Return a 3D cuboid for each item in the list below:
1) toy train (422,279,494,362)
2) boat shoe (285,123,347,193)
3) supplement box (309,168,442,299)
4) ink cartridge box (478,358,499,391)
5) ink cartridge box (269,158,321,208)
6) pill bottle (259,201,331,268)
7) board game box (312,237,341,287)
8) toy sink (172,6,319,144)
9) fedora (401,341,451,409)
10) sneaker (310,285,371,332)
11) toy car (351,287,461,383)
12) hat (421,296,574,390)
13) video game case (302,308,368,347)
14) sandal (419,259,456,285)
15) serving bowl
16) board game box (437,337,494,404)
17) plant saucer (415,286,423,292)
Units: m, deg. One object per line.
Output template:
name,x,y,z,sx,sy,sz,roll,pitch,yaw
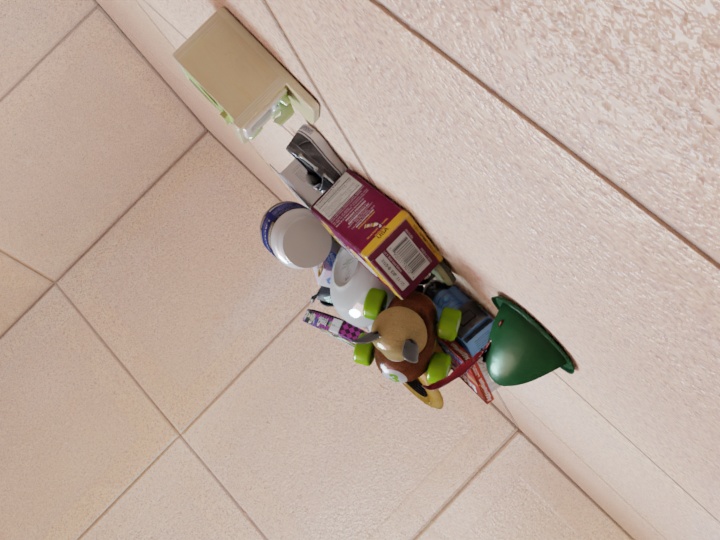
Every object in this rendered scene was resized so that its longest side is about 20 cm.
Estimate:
toy train,0.183,0.090,1.747,0.200,0.087,0.114,47,171,44
boat shoe,-0.063,-0.168,1.660,0.072,0.068,0.200,31,168,41
supplement box,0.024,-0.064,1.600,0.131,0.103,0.200,47,177,-41
ink cartridge box,0.220,0.180,1.990,0.200,0.050,0.162,47,-147,18
ink cartridge box,-0.068,-0.147,1.894,0.176,0.084,0.200,44,176,37
pill bottle,-0.122,-0.067,1.817,0.116,0.116,0.200,46,176,-18
board game box,-0.011,-0.018,1.965,0.198,0.041,0.200,15,-152,-25
toy sink,-0.169,-0.266,1.412,0.200,0.112,0.130,45,177,-2
fedora,0.107,0.162,1.758,0.201,0.082,0.201,48,166,16
sneaker,-0.034,0.065,1.947,0.139,0.078,0.200,0,-145,-29
toy car,0.061,0.121,1.558,0.163,0.159,0.200,14,-170,13
hat,0.203,0.158,1.434,0.166,0.176,0.200,43,177,16
video game case,-0.004,0.147,2.032,0.199,0.036,0.181,30,171,-27
sandal,0.106,-0.006,1.680,0.080,0.057,0.201,46,177,-16
serving bowl,0.000,0.000,1.738,0.066,0.201,0.200,19,-170,-29
board game box,0.168,0.155,1.728,0.200,0.019,0.103,43,166,54
plant saucer,0.086,0.019,1.839,0.200,0.032,0.201,-21,-90,-75
